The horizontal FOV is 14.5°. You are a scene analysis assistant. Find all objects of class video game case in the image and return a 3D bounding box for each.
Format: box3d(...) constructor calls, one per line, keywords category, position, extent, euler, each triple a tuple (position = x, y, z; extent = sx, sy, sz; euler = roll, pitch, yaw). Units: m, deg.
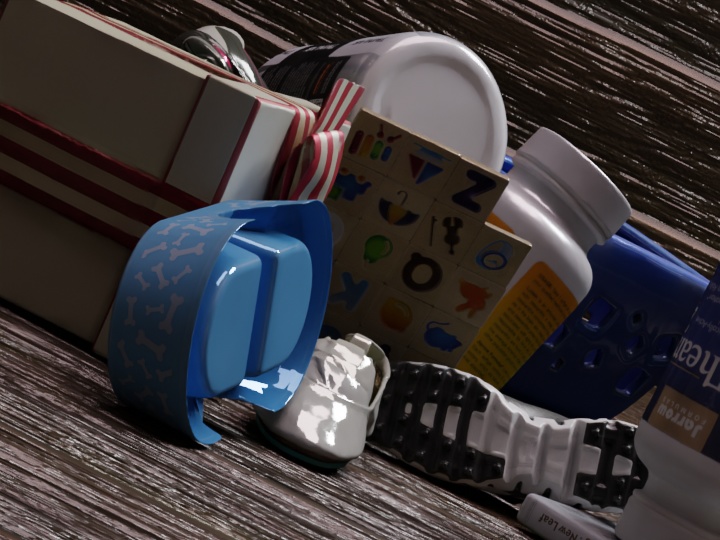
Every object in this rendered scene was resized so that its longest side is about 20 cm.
box3d(category="video game case", position=(0.212, 0.197, 1.658), extent=(0.200, 0.022, 0.182), euler=(24, 4, -44))

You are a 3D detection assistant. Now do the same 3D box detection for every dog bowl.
box3d(category="dog bowl", position=(-0.070, 0.019, 1.421), extent=(0.049, 0.112, 0.200), euler=(13, 11, 16))

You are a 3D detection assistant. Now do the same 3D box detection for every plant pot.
box3d(category="plant pot", position=(0.103, 0.025, 2.014), extent=(0.199, 0.180, 0.200), euler=(22, 10, -39))

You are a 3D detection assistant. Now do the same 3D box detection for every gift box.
box3d(category="gift box", position=(-0.110, -0.049, 1.590), extent=(0.186, 0.185, 0.200), euler=(26, 11, 18))

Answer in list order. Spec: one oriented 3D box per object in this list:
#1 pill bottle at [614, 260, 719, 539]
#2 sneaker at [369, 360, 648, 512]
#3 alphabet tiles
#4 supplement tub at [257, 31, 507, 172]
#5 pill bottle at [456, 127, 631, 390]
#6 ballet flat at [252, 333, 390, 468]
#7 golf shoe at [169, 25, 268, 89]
box3d(category="pill bottle", position=(0.226, 0.080, 1.628), extent=(0.111, 0.201, 0.111), euler=(26, 3, -1))
box3d(category="sneaker", position=(0.083, 0.108, 1.716), extent=(0.199, 0.067, 0.091), euler=(16, -14, -7))
box3d(category="alphabet tiles", position=(0.000, 0.000, 1.699), extent=(0.166, 0.200, 0.006), euler=(24, 30, -11))
box3d(category="supplement tub", position=(-0.004, -0.087, 1.817), extent=(0.122, 0.123, 0.200), euler=(24, -11, -28))
box3d(category="pill bottle", position=(0.078, 0.008, 1.819), extent=(0.111, 0.200, 0.111), euler=(43, -4, 4))
box3d(category="ballet flat", position=(-0.016, 0.065, 1.574), extent=(0.069, 0.070, 0.200), euler=(26, 4, 5))
box3d(category="golf shoe", position=(-0.062, -0.057, 1.740), extent=(0.077, 0.201, 0.088), euler=(-13, 14, 25))
